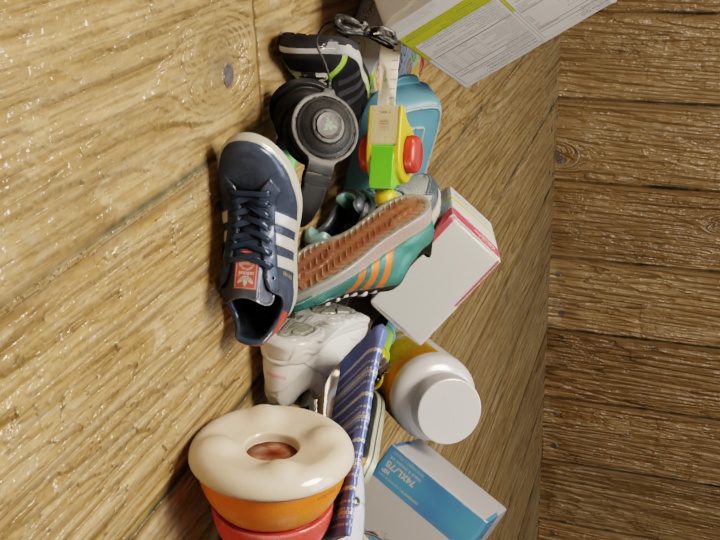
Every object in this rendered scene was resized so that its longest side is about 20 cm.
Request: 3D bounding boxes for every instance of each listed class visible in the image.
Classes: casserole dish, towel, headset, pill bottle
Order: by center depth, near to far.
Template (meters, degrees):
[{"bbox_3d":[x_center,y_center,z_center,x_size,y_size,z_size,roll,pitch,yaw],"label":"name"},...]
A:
[{"bbox_3d":[-0.032,-0.137,0.944,0.124,0.093,0.201,-128,-130,-62],"label":"headset"},{"bbox_3d":[-0.010,0.163,0.974,0.145,0.024,0.201,125,-23,-65],"label":"towel"},{"bbox_3d":[0.041,-0.133,1.203,0.121,0.039,0.201,-17,134,-43],"label":"casserole dish"},{"bbox_3d":[0.081,0.151,1.294,0.200,0.110,0.112,-146,-122,-72],"label":"pill bottle"}]

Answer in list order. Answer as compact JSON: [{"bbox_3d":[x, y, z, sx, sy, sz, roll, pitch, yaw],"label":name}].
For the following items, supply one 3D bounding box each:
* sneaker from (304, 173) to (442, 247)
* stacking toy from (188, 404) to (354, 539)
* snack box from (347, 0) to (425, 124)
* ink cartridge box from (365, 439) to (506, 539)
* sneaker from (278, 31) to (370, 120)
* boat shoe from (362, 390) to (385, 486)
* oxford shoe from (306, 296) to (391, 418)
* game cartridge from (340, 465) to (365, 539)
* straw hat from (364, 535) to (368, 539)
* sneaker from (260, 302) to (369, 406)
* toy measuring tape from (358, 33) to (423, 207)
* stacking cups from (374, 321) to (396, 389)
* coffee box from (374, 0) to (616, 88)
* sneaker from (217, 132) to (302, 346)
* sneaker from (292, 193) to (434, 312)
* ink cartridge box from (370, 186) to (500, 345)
[{"bbox_3d":[0.017,-0.061,1.140,0.200,0.077,0.087,-42,128,-28],"label":"sneaker"},{"bbox_3d":[-0.081,0.236,0.910,0.146,0.145,0.201,-43,139,-64],"label":"stacking toy"},{"bbox_3d":[0.031,-0.262,1.235,0.143,0.053,0.201,69,33,-52],"label":"snack box"},{"bbox_3d":[0.054,0.332,1.232,0.201,0.146,0.147,-54,162,4],"label":"ink cartridge box"},{"bbox_3d":[-0.030,-0.185,1.040,0.200,0.071,0.083,20,78,-72],"label":"sneaker"},{"bbox_3d":[-0.011,0.195,1.235,0.200,0.062,0.075,-79,-167,-69],"label":"boat shoe"},{"bbox_3d":[-0.011,0.118,1.182,0.073,0.084,0.201,70,33,-58],"label":"oxford shoe"},{"bbox_3d":[-0.063,0.277,1.009,0.040,0.133,0.201,-36,-144,58],"label":"game cartridge"},{"bbox_3d":[-0.074,0.351,1.049,0.085,0.200,0.202,-30,-141,56],"label":"straw hat"},{"bbox_3d":[-0.055,0.091,1.077,0.200,0.077,0.100,-19,122,-62],"label":"sneaker"},{"bbox_3d":[0.036,-0.167,1.110,0.074,0.073,0.202,7,86,-72],"label":"toy measuring tape"},{"bbox_3d":[0.029,0.070,1.322,0.200,0.060,0.061,-63,153,-48],"label":"stacking cups"},{"bbox_3d":[0.124,-0.352,1.080,0.197,0.199,0.201,15,52,-57],"label":"coffee box"},{"bbox_3d":[-0.094,-0.020,0.891,0.085,0.074,0.201,-67,157,-52],"label":"sneaker"},{"bbox_3d":[0.000,0.000,1.062,0.199,0.071,0.080,-30,129,-19],"label":"sneaker"},{"bbox_3d":[0.093,-0.012,1.252,0.145,0.083,0.200,-48,-173,14],"label":"ink cartridge box"}]
